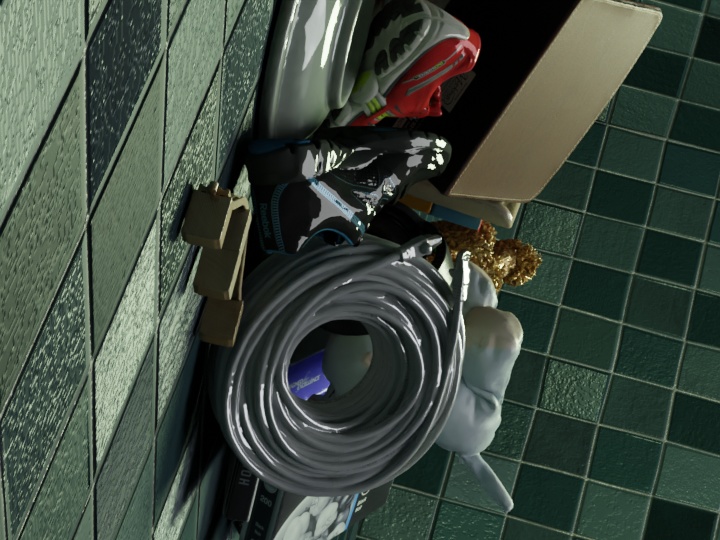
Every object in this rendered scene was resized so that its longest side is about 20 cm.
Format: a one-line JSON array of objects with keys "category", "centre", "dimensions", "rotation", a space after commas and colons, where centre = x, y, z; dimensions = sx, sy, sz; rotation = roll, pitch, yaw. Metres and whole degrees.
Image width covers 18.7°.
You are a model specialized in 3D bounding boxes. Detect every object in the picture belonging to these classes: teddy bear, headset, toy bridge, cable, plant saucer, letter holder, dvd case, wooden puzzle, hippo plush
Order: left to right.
[{"category": "toy bridge", "centre": [-0.091, -0.015, 1.442], "dimensions": [0.200, 0.027, 0.067], "rotation": [92, 11, -67]}, {"category": "dvd case", "centre": [-0.080, 0.097, 1.744], "dimensions": [0.200, 0.025, 0.150], "rotation": [-95, -162, -75]}, {"category": "plant saucer", "centre": [-0.024, -0.174, 1.593], "dimensions": [0.200, 0.050, 0.200], "rotation": [15, 90, -85]}, {"category": "cable", "centre": [-0.019, 0.068, 1.613], "dimensions": [0.069, 0.200, 0.200], "rotation": [-142, -132, -60]}, {"category": "headset", "centre": [0.000, 0.000, 1.787], "dimensions": [0.200, 0.123, 0.094], "rotation": [43, -21, 53]}, {"category": "hippo plush", "centre": [0.030, 0.092, 1.817], "dimensions": [0.159, 0.161, 0.200], "rotation": [-133, -140, -54]}, {"category": "wooden puzzle", "centre": [0.049, -0.081, 1.891], "dimensions": [0.200, 0.185, 0.037], "rotation": [-53, 162, -77]}, {"category": "teddy bear", "centre": [0.070, -0.002, 1.931], "dimensions": [0.200, 0.145, 0.067], "rotation": [23, 60, -57]}, {"category": "letter holder", "centre": [0.131, -0.163, 1.764], "dimensions": [0.142, 0.101, 0.200], "rotation": [3, 127, -52]}]

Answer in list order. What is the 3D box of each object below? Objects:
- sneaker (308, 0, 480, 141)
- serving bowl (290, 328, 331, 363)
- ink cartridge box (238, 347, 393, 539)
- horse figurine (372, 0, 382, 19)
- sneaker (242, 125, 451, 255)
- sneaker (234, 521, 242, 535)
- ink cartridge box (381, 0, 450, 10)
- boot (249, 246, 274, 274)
[{"category": "sneaker", "centre": [0.020, -0.133, 1.683], "dimensions": [0.200, 0.085, 0.077], "rotation": [-36, -137, 48]}, {"category": "serving bowl", "centre": [0.018, 0.043, 2.065], "dimensions": [0.200, 0.200, 0.066], "rotation": [-67, 138, -58]}, {"category": "ink cartridge box", "centre": [-0.021, 0.150, 1.906], "dimensions": [0.198, 0.043, 0.200], "rotation": [-25, 136, -51]}, {"category": "horse figurine", "centre": [0.021, -0.292, 1.759], "dimensions": [0.133, 0.050, 0.200], "rotation": [110, -4, -51]}, {"category": "sneaker", "centre": [-0.010, -0.061, 1.570], "dimensions": [0.200, 0.073, 0.082], "rotation": [-12, 102, -46]}, {"category": "sneaker", "centre": [-0.084, 0.220, 2.021], "dimensions": [0.200, 0.070, 0.078], "rotation": [80, 34, -71]}, {"category": "ink cartridge box", "centre": [0.063, -0.255, 1.861], "dimensions": [0.200, 0.086, 0.148], "rotation": [-85, -163, -56]}, {"category": "boot", "centre": [-0.053, -0.032, 1.720], "dimensions": [0.075, 0.074, 0.200], "rotation": [-46, -167, 28]}]
